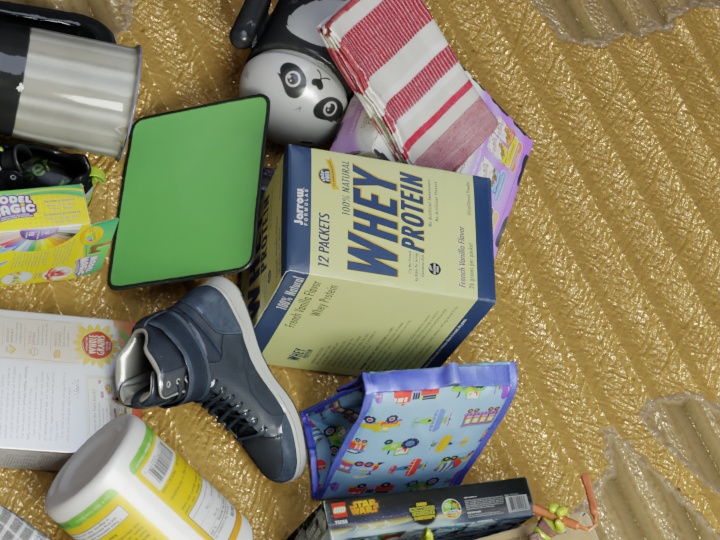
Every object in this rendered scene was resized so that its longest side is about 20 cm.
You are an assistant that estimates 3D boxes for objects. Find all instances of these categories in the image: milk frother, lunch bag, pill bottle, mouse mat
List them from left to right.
[{"bbox_3d":[-0.301,-0.227,1.509,0.187,0.200,0.181,9,57,-16],"label":"milk frother"},{"bbox_3d":[-0.164,0.228,1.359,0.200,0.111,0.111,46,56,-18],"label":"pill bottle"},{"bbox_3d":[-0.166,-0.077,1.536,0.160,0.008,0.201,-8,59,22],"label":"mouse mat"},{"bbox_3d":[0.048,0.135,1.453,0.150,0.200,0.094,-1,65,-21],"label":"lunch bag"}]

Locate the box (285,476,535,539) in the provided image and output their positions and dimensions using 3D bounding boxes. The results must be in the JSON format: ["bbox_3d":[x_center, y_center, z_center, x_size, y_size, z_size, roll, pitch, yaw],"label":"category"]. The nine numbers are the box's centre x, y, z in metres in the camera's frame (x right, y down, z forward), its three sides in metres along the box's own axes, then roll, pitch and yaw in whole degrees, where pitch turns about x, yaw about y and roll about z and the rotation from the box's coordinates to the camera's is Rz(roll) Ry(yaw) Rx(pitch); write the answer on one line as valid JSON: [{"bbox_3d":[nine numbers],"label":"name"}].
[{"bbox_3d":[0.042,0.236,1.437,0.199,0.137,0.040,-3,65,-22],"label":"box"}]

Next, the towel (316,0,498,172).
[{"bbox_3d":[0.051,-0.188,1.543,0.200,0.023,0.144,56,48,-16],"label":"towel"}]

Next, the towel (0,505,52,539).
[{"bbox_3d":[-0.299,0.305,1.305,0.165,0.086,0.200,31,58,-4],"label":"towel"}]

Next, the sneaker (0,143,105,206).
[{"bbox_3d":[-0.343,-0.103,1.497,0.199,0.083,0.072,6,62,-17],"label":"sneaker"}]

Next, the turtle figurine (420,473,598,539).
[{"bbox_3d":[0.126,0.257,1.305,0.161,0.064,0.201,10,65,-7],"label":"turtle figurine"}]

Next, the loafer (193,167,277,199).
[{"bbox_3d":[-0.077,-0.071,1.598,0.199,0.072,0.063,7,43,-21],"label":"loafer"}]

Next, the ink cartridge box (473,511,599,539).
[{"bbox_3d":[0.101,0.296,1.412,0.199,0.165,0.075,-10,66,-25],"label":"ink cartridge box"}]

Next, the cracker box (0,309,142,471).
[{"bbox_3d":[-0.299,0.108,1.421,0.199,0.058,0.134,7,62,-18],"label":"cracker box"}]

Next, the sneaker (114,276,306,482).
[{"bbox_3d":[-0.139,0.123,1.426,0.146,0.077,0.203,-30,96,-48],"label":"sneaker"}]

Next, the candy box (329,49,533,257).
[{"bbox_3d":[0.074,-0.122,1.617,0.200,0.071,0.168,43,54,-31],"label":"candy box"}]

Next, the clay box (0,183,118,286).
[{"bbox_3d":[-0.330,-0.028,1.445,0.199,0.115,0.048,-8,66,-24],"label":"clay box"}]

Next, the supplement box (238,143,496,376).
[{"bbox_3d":[0.000,0.000,1.504,0.199,0.200,0.135,8,61,-15],"label":"supplement box"}]

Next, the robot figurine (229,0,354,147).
[{"bbox_3d":[-0.048,-0.222,1.642,0.150,0.125,0.200,12,56,19],"label":"robot figurine"}]
